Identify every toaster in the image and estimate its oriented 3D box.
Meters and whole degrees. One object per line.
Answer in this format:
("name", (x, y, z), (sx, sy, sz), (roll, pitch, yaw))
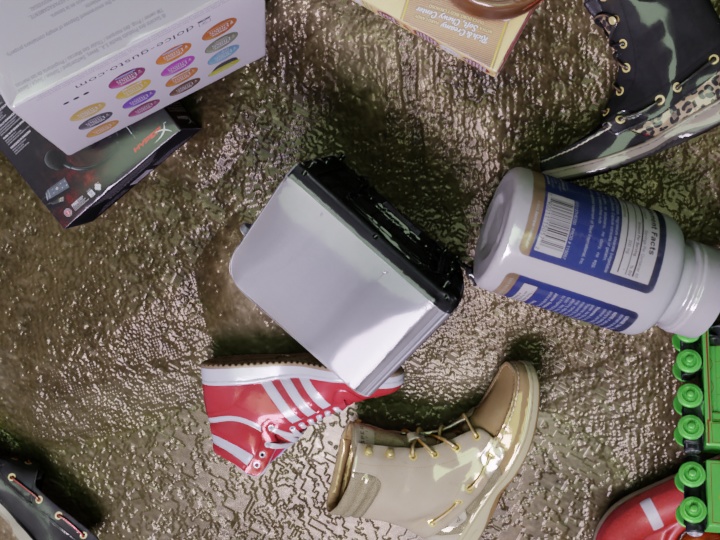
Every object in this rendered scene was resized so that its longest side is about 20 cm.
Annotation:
("toaster", (0.000, 0.000, 0.825), (0.200, 0.181, 0.119), (41, 104, 0))

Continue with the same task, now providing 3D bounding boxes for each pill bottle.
("pill bottle", (0.208, -0.009, 0.820), (0.199, 0.111, 0.111), (18, 100, -5))

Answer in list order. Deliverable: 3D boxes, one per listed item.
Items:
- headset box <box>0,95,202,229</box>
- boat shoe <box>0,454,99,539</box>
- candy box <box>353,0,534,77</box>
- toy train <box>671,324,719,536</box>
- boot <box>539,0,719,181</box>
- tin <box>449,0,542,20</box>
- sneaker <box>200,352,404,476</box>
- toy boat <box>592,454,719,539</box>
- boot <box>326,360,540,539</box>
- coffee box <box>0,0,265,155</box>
("headset box", (-0.273, -0.164, 0.881), (0.149, 0.077, 0.200), (-37, 94, 10))
("boat shoe", (-0.349, 0.223, 0.958), (0.201, 0.074, 0.063), (44, 65, 9))
("candy box", (0.062, -0.271, 0.837), (0.200, 0.055, 0.116), (29, 99, 2))
("toy train", (0.307, 0.134, 0.835), (0.056, 0.042, 0.201), (2, 67, 12))
("boot", (0.232, -0.172, 0.826), (0.200, 0.073, 0.151), (-23, 89, 19))
("tin", (0.085, -0.300, 0.787), (0.112, 0.042, 0.200), (-43, 89, 8))
("sneaker", (-0.054, 0.138, 0.904), (0.199, 0.071, 0.113), (-2, 94, 14))
("toy boat", (0.310, 0.259, 0.850), (0.200, 0.131, 0.131), (-28, 94, 10))
("boot", (0.066, 0.158, 0.876), (0.155, 0.073, 0.200), (19, 107, -14))
("coffee box", (-0.205, -0.236, 0.737), (0.199, 0.198, 0.200), (-28, 90, -7))
